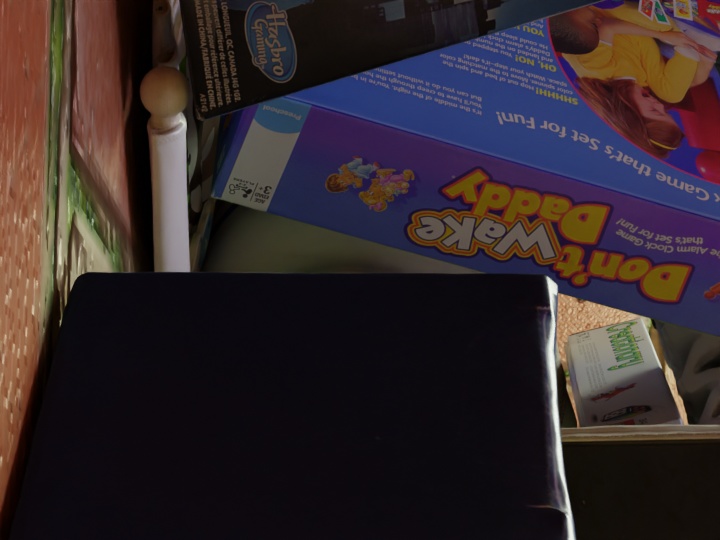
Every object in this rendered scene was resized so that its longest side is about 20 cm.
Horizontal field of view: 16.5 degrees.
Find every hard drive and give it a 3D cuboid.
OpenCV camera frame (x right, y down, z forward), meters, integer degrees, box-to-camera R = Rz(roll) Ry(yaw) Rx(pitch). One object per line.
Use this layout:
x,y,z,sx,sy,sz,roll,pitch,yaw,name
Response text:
0.038,0.065,0.668,0.140,0.200,0.038,71,16,-82,hard drive

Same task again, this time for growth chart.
-0.050,-0.056,0.755,0.200,0.018,0.145,-87,177,-47,growth chart

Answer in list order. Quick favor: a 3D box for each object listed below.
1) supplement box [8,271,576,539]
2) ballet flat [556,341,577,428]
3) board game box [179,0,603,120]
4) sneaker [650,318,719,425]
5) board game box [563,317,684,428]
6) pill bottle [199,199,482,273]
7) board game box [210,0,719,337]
-0.010,0.112,0.550,0.109,0.109,0.200,-87,177,-58,supplement box
0.045,0.085,0.955,0.068,0.067,0.200,-107,-143,-55,ballet flat
0.046,-0.145,0.623,0.062,0.200,0.200,-82,168,-62,board game box
0.137,0.020,0.811,0.075,0.081,0.200,59,13,-62,sneaker
0.104,0.095,0.866,0.200,0.035,0.126,-73,148,-81,board game box
0.000,0.000,0.851,0.200,0.112,0.112,-88,177,-61,pill bottle
0.059,-0.056,0.767,0.135,0.200,0.045,-86,-164,-46,board game box
